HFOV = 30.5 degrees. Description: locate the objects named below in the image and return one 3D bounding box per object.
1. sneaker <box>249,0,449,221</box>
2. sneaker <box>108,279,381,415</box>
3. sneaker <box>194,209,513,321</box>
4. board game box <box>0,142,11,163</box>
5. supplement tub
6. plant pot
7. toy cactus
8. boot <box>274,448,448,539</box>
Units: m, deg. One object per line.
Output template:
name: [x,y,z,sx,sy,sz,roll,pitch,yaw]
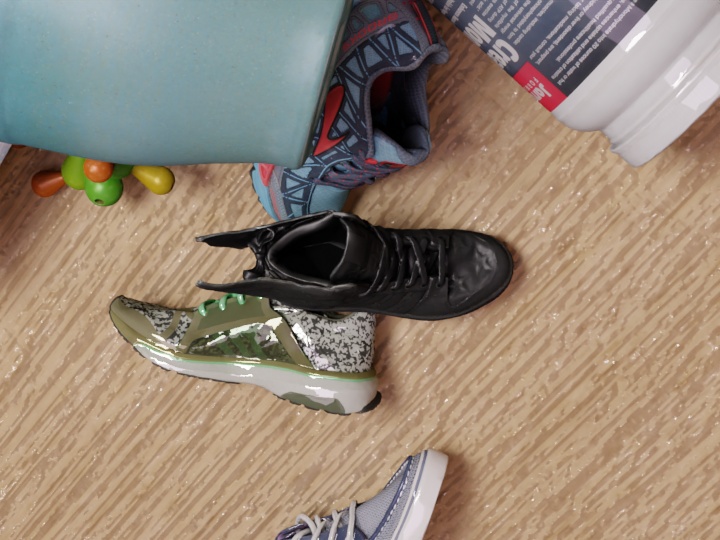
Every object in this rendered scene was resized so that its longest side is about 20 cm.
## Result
sneaker: [-0.005,-0.083,0.814,0.096,0.079,0.201,45,138,25]
sneaker: [-0.074,0.033,0.917,0.199,0.077,0.089,14,99,4]
sneaker: [0.000,-0.003,0.836,0.199,0.104,0.060,-2,79,2]
board game box: [-0.301,-0.123,0.880,0.199,0.043,0.200,-54,56,24]
supplement tub: [0.124,-0.170,0.748,0.200,0.140,0.140,42,113,-1]
plant pot: [-0.100,-0.140,0.694,0.187,0.200,0.201,17,112,-2]
toy cactus: [-0.199,-0.122,0.888,0.199,0.102,0.166,-8,96,27]
boot: [-0.014,0.198,0.945,0.090,0.073,0.201,25,114,0]
